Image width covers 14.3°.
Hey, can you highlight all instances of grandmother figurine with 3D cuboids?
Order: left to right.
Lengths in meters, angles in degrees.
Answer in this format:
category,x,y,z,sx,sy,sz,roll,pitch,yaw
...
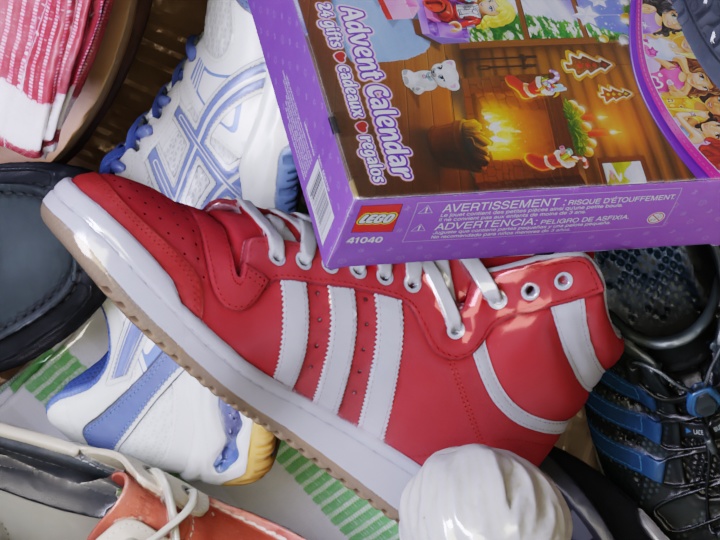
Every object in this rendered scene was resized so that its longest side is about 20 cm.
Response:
category,x,y,z,sx,sy,sz,roll,pitch,yaw
grandmother figurine,0.031,0.121,0.923,0.121,0.200,0.061,-25,61,-23

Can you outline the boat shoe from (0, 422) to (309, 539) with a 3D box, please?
category,x,y,z,sx,sy,sz,roll,pitch,yaw
boat shoe,-0.089,0.089,0.955,0.199,0.071,0.063,15,135,-2

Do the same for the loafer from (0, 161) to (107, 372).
category,x,y,z,sx,sy,sz,roll,pitch,yaw
loafer,-0.164,0.012,0.965,0.200,0.070,0.068,-17,88,35

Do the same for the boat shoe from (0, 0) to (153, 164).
category,x,y,z,sx,sy,sz,roll,pitch,yaw
boat shoe,-0.091,-0.127,0.985,0.070,0.070,0.201,18,98,14

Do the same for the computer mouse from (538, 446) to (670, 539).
category,x,y,z,sx,sy,sz,roll,pitch,yaw
computer mouse,0.084,0.149,1.009,0.200,0.046,0.141,45,127,9

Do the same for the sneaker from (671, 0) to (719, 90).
category,x,y,z,sx,sy,sz,roll,pitch,yaw
sneaker,0.137,-0.128,0.924,0.078,0.201,0.066,18,135,-31

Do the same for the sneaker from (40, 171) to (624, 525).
category,x,y,z,sx,sy,sz,roll,pitch,yaw
sneaker,0.000,0.000,0.906,0.200,0.071,0.113,37,98,-33

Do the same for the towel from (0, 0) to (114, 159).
category,x,y,z,sx,sy,sz,roll,pitch,yaw
towel,-0.127,-0.148,0.870,0.144,0.023,0.201,24,109,10

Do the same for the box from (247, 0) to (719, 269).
category,x,y,z,sx,sy,sz,roll,pitch,yaw
box,0.033,-0.095,0.918,0.136,0.039,0.201,-4,56,-21

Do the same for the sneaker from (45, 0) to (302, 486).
category,x,y,z,sx,sy,sz,roll,pitch,yaw
sneaker,-0.061,-0.028,0.966,0.088,0.075,0.201,8,97,3

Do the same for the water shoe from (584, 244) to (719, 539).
category,x,y,z,sx,sy,sz,roll,pitch,yaw
water shoe,0.104,0.035,0.983,0.071,0.079,0.201,-23,93,6

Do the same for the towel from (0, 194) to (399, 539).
category,x,y,z,sx,sy,sz,roll,pitch,yaw
towel,-0.057,0.073,1.026,0.200,0.023,0.153,-43,92,6
